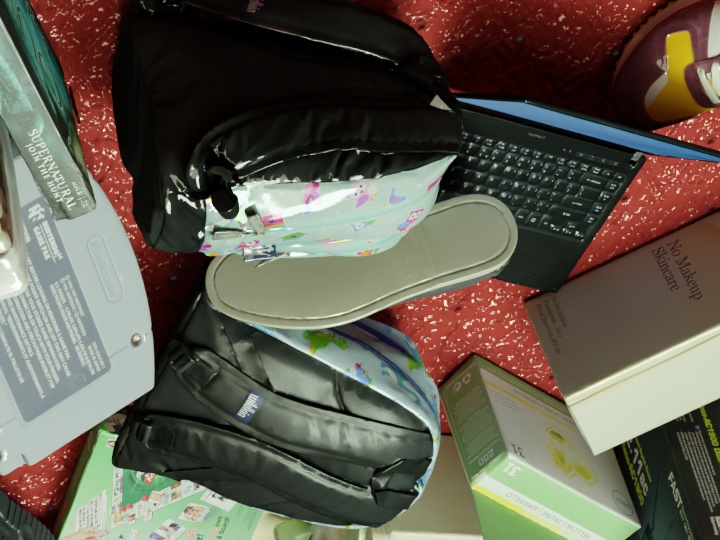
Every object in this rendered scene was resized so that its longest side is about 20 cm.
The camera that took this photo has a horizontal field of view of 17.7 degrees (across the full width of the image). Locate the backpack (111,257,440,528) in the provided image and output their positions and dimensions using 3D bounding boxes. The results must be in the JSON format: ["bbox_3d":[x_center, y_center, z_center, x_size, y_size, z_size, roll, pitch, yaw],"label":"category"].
[{"bbox_3d":[-0.040,0.089,1.543,0.199,0.154,0.163,26,116,-2],"label":"backpack"}]

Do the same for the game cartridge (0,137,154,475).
[{"bbox_3d":[-0.199,0.015,1.408,0.133,0.041,0.200,-30,127,-18],"label":"game cartridge"}]

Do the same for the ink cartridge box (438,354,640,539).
[{"bbox_3d":[0.136,0.167,1.620,0.145,0.200,0.048,30,118,-34],"label":"ink cartridge box"}]

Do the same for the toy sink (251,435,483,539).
[{"bbox_3d":[0.017,0.200,1.675,0.199,0.112,0.131,7,128,-23],"label":"toy sink"}]

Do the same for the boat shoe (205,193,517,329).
[{"bbox_3d":[0.000,0.000,1.468,0.199,0.073,0.063,-12,168,-8],"label":"boat shoe"}]

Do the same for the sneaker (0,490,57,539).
[{"bbox_3d":[-0.286,0.167,1.580,0.082,0.070,0.200,-12,129,26],"label":"sneaker"}]

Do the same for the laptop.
[{"bbox_3d":[0.116,-0.045,1.490,0.177,0.103,0.200,13,126,-27],"label":"laptop"}]

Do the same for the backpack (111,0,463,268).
[{"bbox_3d":[-0.042,-0.082,1.384,0.199,0.167,0.127,-2,151,-21],"label":"backpack"}]

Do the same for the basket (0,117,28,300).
[{"bbox_3d":[-0.271,-0.071,1.276,0.135,0.200,0.124,-18,130,-2],"label":"basket"}]

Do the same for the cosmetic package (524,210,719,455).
[{"bbox_3d":[0.226,0.034,1.599,0.199,0.104,0.073,-27,133,5],"label":"cosmetic package"}]

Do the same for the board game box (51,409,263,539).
[{"bbox_3d":[-0.149,0.189,1.654,0.134,0.029,0.200,13,127,-16],"label":"board game box"}]

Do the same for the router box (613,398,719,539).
[{"bbox_3d":[0.231,0.177,1.661,0.062,0.200,0.150,2,130,-13],"label":"router box"}]

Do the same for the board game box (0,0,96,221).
[{"bbox_3d":[-0.201,-0.139,1.277,0.028,0.135,0.200,-21,135,1],"label":"board game box"}]

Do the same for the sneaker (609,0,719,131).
[{"bbox_3d":[0.249,-0.139,1.457,0.200,0.090,0.075,-34,133,13],"label":"sneaker"}]
